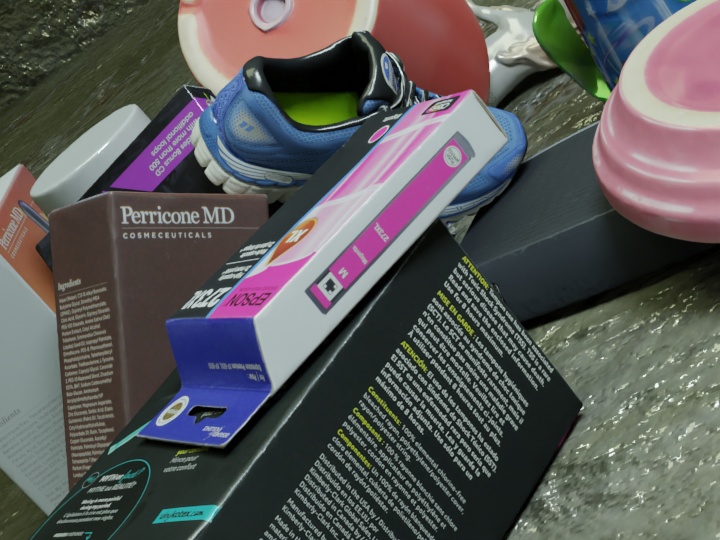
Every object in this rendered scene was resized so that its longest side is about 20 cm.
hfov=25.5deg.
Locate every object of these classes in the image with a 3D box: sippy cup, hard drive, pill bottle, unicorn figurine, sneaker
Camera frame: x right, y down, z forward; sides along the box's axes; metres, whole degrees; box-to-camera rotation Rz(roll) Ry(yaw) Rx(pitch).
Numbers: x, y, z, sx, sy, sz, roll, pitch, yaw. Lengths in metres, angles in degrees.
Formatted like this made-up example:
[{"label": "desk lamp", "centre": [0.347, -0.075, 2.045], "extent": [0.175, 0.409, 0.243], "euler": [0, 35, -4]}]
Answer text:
[{"label": "sippy cup", "centre": [0.181, -0.165, 0.940], "extent": [0.177, 0.130, 0.140], "euler": [-32, 20, 20]}, {"label": "hard drive", "centre": [0.135, -0.039, 0.876], "extent": [0.199, 0.042, 0.135], "euler": [-24, 24, 40]}, {"label": "pill bottle", "centre": [-0.115, -0.004, 1.031], "extent": [0.114, 0.200, 0.114], "euler": [-35, 19, 14]}, {"label": "unicorn figurine", "centre": [0.102, -0.166, 1.190], "extent": [0.200, 0.074, 0.137], "euler": [-55, 42, 10]}, {"label": "sneaker", "centre": [0.012, -0.080, 0.880], "extent": [0.089, 0.199, 0.079], "euler": [-55, 44, 45]}]

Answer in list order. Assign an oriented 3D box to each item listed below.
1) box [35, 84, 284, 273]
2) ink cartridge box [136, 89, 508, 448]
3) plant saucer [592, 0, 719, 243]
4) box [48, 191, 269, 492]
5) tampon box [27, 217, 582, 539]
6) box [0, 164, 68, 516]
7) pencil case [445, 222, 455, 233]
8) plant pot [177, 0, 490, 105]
[{"label": "box", "centre": [-0.083, 0.016, 0.910], "extent": [0.143, 0.200, 0.036], "euler": [-44, -16, 19]}, {"label": "ink cartridge box", "centre": [-0.024, -0.003, 0.721], "extent": [0.200, 0.037, 0.095], "euler": [-49, 21, -23]}, {"label": "plant saucer", "centre": [0.204, -0.091, 0.767], "extent": [0.199, 0.051, 0.201], "euler": [-19, 31, 11]}, {"label": "box", "centre": [-0.097, 0.062, 0.829], "extent": [0.100, 0.201, 0.075], "euler": [-2, -8, -38]}, {"label": "tampon box", "centre": [-0.023, 0.097, 0.739], "extent": [0.150, 0.126, 0.200], "euler": [-14, 30, 51]}, {"label": "box", "centre": [-0.221, 0.052, 1.109], "extent": [0.106, 0.200, 0.152], "euler": [-35, 20, 12]}, {"label": "pencil case", "centre": [0.000, 0.000, 0.999], "extent": [0.200, 0.086, 0.078], "euler": [-62, -14, -49]}, {"label": "plant pot", "centre": [-0.027, -0.153, 1.092], "extent": [0.200, 0.201, 0.177], "euler": [-36, -21, 10]}]
